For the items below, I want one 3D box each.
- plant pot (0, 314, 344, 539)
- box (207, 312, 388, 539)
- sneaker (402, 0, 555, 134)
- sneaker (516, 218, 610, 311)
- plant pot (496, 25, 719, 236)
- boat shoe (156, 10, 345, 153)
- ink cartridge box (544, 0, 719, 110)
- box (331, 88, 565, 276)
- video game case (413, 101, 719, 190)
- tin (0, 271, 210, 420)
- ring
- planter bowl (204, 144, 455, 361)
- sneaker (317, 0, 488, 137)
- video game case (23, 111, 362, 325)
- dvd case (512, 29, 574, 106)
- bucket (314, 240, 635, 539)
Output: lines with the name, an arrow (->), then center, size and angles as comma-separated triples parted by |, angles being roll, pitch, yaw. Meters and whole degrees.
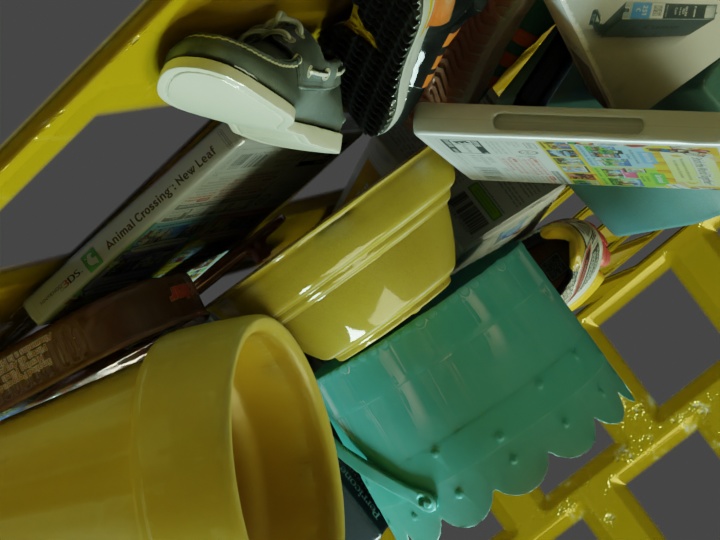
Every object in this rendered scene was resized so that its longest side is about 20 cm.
plant pot -> -0.128, 0.141, 1.430 | 0.188, 0.202, 0.201 | -11, 178, 18
box -> -0.058, 0.114, 1.697 | 0.123, 0.200, 0.198 | -38, -178, 23
sneaker -> 0.083, -0.153, 1.425 | 0.080, 0.072, 0.200 | -24, 164, -36
sneaker -> 0.094, 0.033, 1.701 | 0.200, 0.078, 0.082 | -47, 165, 6
plant pot -> 0.224, -0.122, 1.573 | 0.141, 0.141, 0.200 | -51, -160, -18
boat shoe -> -0.054, -0.108, 1.246 | 0.200, 0.072, 0.062 | 23, 77, -71
ink cartridge box -> 0.182, -0.201, 1.332 | 0.176, 0.045, 0.200 | -37, 141, -1
box -> 0.056, -0.042, 1.733 | 0.101, 0.113, 0.200 | -32, 168, -24
video game case -> 0.139, -0.075, 1.415 | 0.181, 0.023, 0.200 | 3, 175, 13
tin -> -0.186, 0.056, 1.463 | 0.199, 0.042, 0.112 | -28, 179, 22
ring -> -0.126, 0.030, 1.608 | 0.200, 0.019, 0.200 | -40, -179, 1
planter bowl -> 0.000, 0.000, 1.502 | 0.200, 0.084, 0.200 | -37, -178, 1
sneaker -> 0.037, -0.143, 1.307 | 0.090, 0.070, 0.200 | -30, 167, -19
video game case -> -0.102, -0.036, 1.470 | 0.182, 0.022, 0.200 | -40, 171, 19
dvd case -> 0.155, -0.180, 1.469 | 0.201, 0.017, 0.143 | -57, 176, -1
bucket -> 0.071, 0.083, 1.579 | 0.207, 0.135, 0.207 | -33, -178, 1
